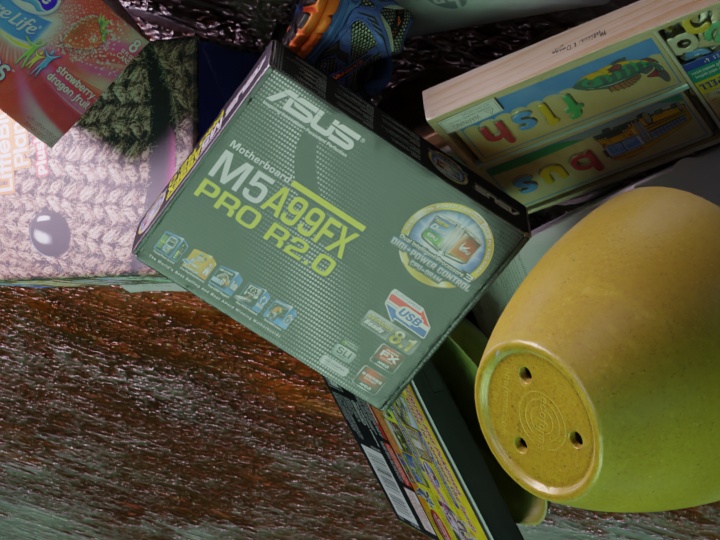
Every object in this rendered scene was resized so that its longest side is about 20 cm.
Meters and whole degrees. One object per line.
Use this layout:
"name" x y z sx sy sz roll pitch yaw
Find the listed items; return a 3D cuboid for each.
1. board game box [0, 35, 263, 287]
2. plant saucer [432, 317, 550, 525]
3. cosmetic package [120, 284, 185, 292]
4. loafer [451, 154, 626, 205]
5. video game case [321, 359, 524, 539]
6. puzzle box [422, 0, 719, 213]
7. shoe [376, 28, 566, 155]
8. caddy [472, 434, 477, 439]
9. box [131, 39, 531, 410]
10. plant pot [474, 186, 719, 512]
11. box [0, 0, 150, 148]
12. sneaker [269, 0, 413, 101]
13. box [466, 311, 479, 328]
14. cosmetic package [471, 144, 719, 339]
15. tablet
"board game box" -0.172 -0.071 1.496 0.199 0.160 0.097 -3 176 27
"plant saucer" 0.076 0.091 1.531 0.200 0.031 0.200 48 161 22
"cosmetic package" -0.187 -0.061 1.682 0.112 0.082 0.200 0 153 37
"loafer" 0.115 -0.082 1.482 0.199 0.063 0.072 -12 112 43
"video game case" 0.039 0.126 1.600 0.181 0.025 0.201 20 141 61
"puzzle box" 0.154 -0.104 1.337 0.199 0.026 0.133 -21 144 21
"shoe" 0.078 -0.102 1.422 0.053 0.070 0.200 35 148 -31
"caddy" 0.174 0.098 1.639 0.199 0.106 0.141 18 172 -36
"box" -0.019 -0.025 1.356 0.200 0.044 0.160 33 114 -15
"plant pot" 0.152 0.067 1.299 0.200 0.142 0.201 27 128 40
"box" -0.242 -0.182 1.369 0.200 0.103 0.095 41 -176 -45
"sneaker" -0.021 -0.129 1.397 0.078 0.076 0.200 18 162 -8
"box" 0.052 0.019 1.714 0.140 0.079 0.200 15 158 -10
"cosmetic package" 0.169 -0.007 1.445 0.107 0.085 0.200 -23 179 -35
"tablet" 0.042 -0.185 1.331 0.199 0.014 0.130 -4 151 41
